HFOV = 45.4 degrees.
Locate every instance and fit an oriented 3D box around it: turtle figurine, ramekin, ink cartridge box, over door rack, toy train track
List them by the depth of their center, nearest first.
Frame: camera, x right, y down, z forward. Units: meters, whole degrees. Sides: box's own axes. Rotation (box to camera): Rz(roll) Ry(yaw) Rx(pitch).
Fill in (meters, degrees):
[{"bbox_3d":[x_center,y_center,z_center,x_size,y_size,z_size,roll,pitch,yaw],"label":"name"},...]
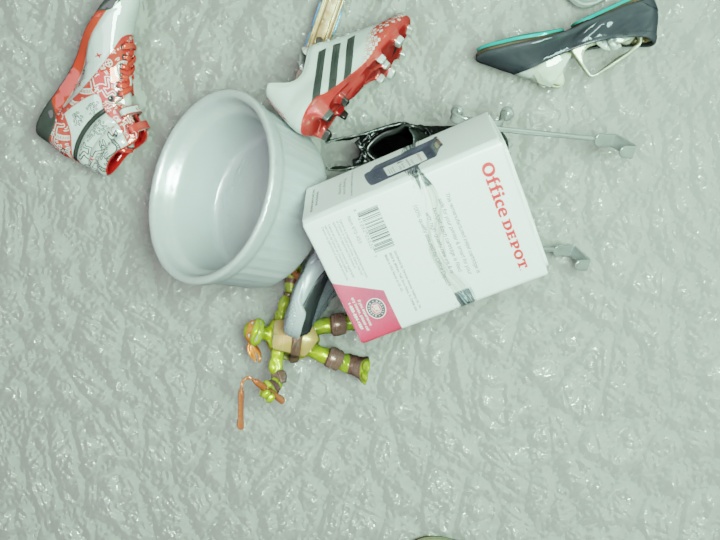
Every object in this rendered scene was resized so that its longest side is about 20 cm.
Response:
[{"bbox_3d":[0.062,-0.040,0.827,0.197,0.085,0.146,-21,116,11],"label":"ink cartridge box"},{"bbox_3d":[-0.127,-0.077,0.908,0.198,0.097,0.205,-12,72,39],"label":"ramekin"},{"bbox_3d":[0.167,-0.088,0.909,0.196,0.067,0.150,7,119,-14],"label":"over door rack"},{"bbox_3d":[-0.033,-0.291,0.953,0.113,0.033,0.203,20,104,-5],"label":"toy train track"},{"bbox_3d":[-0.067,0.086,0.976,0.158,0.064,0.204,9,75,-4],"label":"turtle figurine"}]

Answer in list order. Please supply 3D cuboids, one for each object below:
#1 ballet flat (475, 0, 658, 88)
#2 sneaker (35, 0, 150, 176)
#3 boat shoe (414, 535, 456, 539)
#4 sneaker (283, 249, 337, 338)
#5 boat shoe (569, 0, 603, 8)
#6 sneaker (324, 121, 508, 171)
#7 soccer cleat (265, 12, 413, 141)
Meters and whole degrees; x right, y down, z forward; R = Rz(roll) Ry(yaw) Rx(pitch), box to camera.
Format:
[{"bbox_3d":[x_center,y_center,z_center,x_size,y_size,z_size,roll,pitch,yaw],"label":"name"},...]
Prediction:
[{"bbox_3d":[0.224,-0.235,0.916,0.196,0.073,0.074,-17,95,5],"label":"ballet flat"},{"bbox_3d":[-0.271,-0.206,0.965,0.107,0.067,0.203,34,102,0],"label":"sneaker"},{"bbox_3d":[0.142,0.376,0.988,0.200,0.075,0.076,27,98,2],"label":"boat shoe"},{"bbox_3d":[0.000,0.000,0.937,0.113,0.076,0.202,29,74,-4],"label":"sneaker"},{"bbox_3d":[0.289,-0.364,0.893,0.071,0.069,0.200,41,99,-2],"label":"boat shoe"},{"bbox_3d":[0.063,-0.128,0.923,0.196,0.104,0.061,-1,96,5],"label":"sneaker"},{"bbox_3d":[-0.018,-0.219,0.903,0.085,0.069,0.201,35,63,10],"label":"soccer cleat"}]
